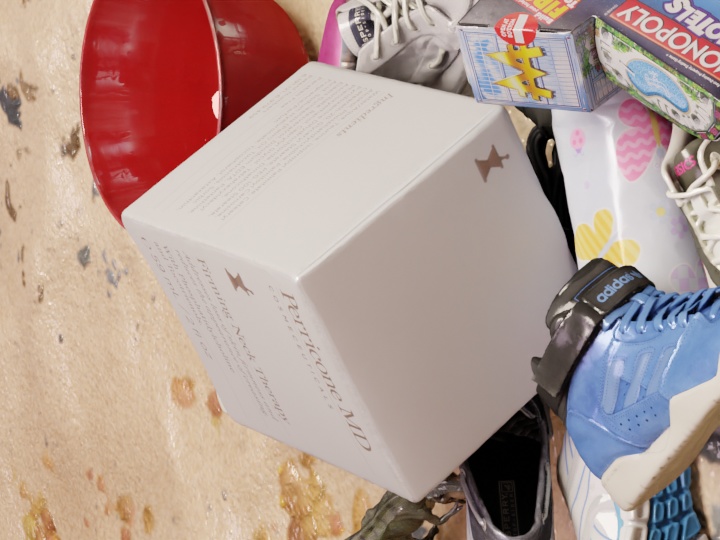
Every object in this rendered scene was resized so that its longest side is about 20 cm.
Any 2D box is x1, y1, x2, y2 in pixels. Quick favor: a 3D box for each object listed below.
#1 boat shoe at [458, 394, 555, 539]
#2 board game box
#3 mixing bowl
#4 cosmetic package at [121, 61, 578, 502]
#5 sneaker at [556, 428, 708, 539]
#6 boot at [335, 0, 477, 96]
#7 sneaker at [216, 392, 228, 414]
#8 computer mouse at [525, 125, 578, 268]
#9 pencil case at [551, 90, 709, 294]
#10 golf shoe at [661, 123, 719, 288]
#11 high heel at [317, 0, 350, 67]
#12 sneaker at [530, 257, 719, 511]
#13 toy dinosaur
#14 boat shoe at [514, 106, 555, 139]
[{"bbox_3d":[0.081,0.089,1.414,0.068,0.071,0.201,86,-178,-55],"label":"boat shoe"},{"bbox_3d":[0.161,-0.139,1.230,0.200,0.199,0.062,41,161,40],"label":"board game box"},{"bbox_3d":[-0.103,-0.123,1.623,0.200,0.108,0.202,5,96,55],"label":"mixing bowl"},{"bbox_3d":[0.000,0.000,1.380,0.199,0.166,0.168,18,142,53],"label":"cosmetic package"},{"bbox_3d":[0.154,0.146,1.389,0.086,0.074,0.202,-13,77,57],"label":"sneaker"},{"bbox_3d":[0.035,-0.148,1.400,0.200,0.095,0.074,104,155,-69],"label":"boot"},{"bbox_3d":[-0.016,0.065,1.571,0.199,0.080,0.077,-25,74,49],"label":"sneaker"},{"bbox_3d":[0.065,-0.044,1.483,0.199,0.044,0.111,12,105,50],"label":"computer mouse"},{"bbox_3d":[0.164,-0.010,1.322,0.083,0.090,0.202,-15,81,46],"label":"pencil case"},{"bbox_3d":[0.197,-0.025,1.252,0.077,0.088,0.202,-32,54,45],"label":"golf shoe"},{"bbox_3d":[-0.036,-0.083,1.566,0.095,0.067,0.202,3,111,16],"label":"high heel"},{"bbox_3d":[0.153,0.029,1.207,0.111,0.077,0.200,50,142,15],"label":"sneaker"},{"bbox_3d":[0.030,0.165,1.521,0.200,0.088,0.048,-47,60,44],"label":"toy dinosaur"},{"bbox_3d":[0.130,-0.171,1.359,0.063,0.073,0.203,36,126,39],"label":"boat shoe"}]
